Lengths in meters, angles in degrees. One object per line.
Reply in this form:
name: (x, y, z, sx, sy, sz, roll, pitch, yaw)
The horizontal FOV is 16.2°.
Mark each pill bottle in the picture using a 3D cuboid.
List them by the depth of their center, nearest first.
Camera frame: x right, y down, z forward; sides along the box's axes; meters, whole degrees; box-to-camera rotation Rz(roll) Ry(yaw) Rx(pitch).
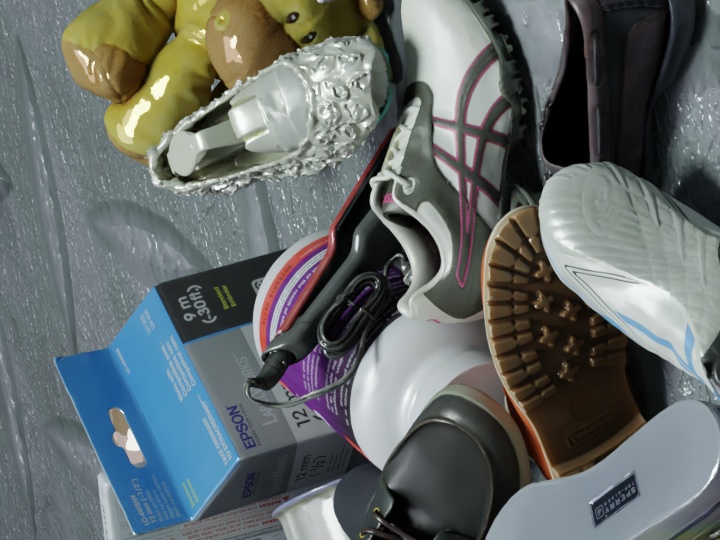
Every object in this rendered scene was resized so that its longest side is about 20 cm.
pill bottle: (0.023, 0.054, 1.495, 0.200, 0.112, 0.113, 37, 136, 56)

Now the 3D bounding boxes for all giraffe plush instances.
giraffe plush: (-0.062, -0.151, 1.559, 0.162, 0.172, 0.200, 9, 77, 54)

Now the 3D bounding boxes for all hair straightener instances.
hair straightener: (0.000, 0.000, 1.441, 0.077, 0.200, 0.041, 8, 144, 48)

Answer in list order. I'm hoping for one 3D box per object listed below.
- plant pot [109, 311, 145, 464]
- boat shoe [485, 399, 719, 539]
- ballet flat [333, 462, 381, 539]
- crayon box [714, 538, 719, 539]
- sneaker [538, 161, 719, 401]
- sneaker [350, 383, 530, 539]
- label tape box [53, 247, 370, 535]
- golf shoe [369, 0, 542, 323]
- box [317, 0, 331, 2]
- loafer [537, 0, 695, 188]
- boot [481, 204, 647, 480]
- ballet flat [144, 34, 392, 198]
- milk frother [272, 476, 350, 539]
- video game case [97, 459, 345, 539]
plant pot: (-0.078, 0.105, 1.727, 0.093, 0.201, 0.201, -19, 85, 26)
boat shoe: (0.139, 0.129, 1.273, 0.200, 0.065, 0.074, -34, 52, 47)
ballet flat: (0.060, 0.161, 1.462, 0.200, 0.073, 0.073, 31, 136, 26)
crayon box: (0.149, 0.165, 1.161, 0.119, 0.200, 0.058, 167, 91, -67)
sneaker: (0.165, 0.019, 1.208, 0.200, 0.072, 0.072, 43, 176, 32)
sneaker: (0.025, 0.155, 1.363, 0.075, 0.106, 0.200, 33, 134, 16)
label tape box: (-0.077, 0.071, 1.620, 0.143, 0.200, 0.066, 61, 153, 29)
golf shoe: (0.047, -0.069, 1.401, 0.077, 0.088, 0.201, 162, 94, -69)
box: (-0.010, -0.256, 1.383, 0.200, 0.112, 0.101, 59, 152, 35)
loafer: (0.112, -0.078, 1.272, 0.072, 0.063, 0.200, 57, 151, 34)
boot: (0.097, 0.044, 1.343, 0.107, 0.075, 0.200, 48, 159, 60)
ballet flat: (-0.059, -0.079, 1.449, 0.200, 0.072, 0.072, -24, 81, 53)
milk frother: (-0.017, 0.240, 1.591, 0.181, 0.200, 0.189, 130, 122, -67)
video game case: (-0.069, 0.194, 1.676, 0.022, 0.200, 0.182, -138, 39, -59)
